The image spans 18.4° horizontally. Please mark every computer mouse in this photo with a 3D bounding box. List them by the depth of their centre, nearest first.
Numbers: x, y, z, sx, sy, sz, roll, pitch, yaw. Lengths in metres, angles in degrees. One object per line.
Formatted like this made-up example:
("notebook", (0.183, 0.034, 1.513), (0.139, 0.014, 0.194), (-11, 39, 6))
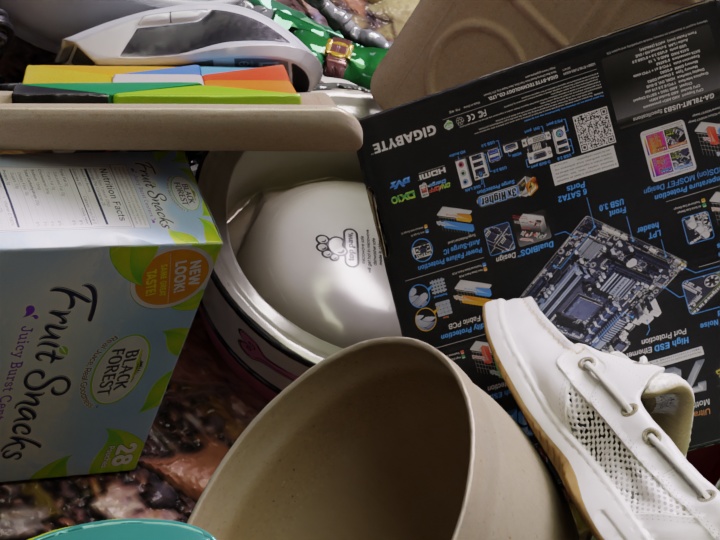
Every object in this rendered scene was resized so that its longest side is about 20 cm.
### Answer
("computer mouse", (-0.120, -0.112, 1.162), (0.200, 0.110, 0.044), (-2, 67, -3))

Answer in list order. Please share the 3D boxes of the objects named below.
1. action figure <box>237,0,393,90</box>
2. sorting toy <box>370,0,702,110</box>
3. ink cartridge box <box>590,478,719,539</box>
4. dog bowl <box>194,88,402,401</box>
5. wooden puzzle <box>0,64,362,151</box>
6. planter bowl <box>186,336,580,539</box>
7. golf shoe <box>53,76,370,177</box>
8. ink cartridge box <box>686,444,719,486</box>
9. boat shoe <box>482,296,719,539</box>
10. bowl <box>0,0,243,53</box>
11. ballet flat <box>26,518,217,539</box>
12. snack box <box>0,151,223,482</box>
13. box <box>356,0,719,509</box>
("action figure", (-0.038, -0.131, 1.330), (0.200, 0.055, 0.118), (16, 53, -4))
("sorting toy", (0.110, -0.103, 1.133), (0.036, 0.185, 0.200), (-7, 49, -49))
("ink cartridge box", (0.179, 0.129, 1.051), (0.145, 0.200, 0.048), (-7, 47, -30))
("dog bowl", (0.000, 0.000, 1.187), (0.200, 0.074, 0.200), (10, 51, -12))
("wooden puzzle", (-0.100, -0.080, 1.069), (0.185, 0.037, 0.200), (0, 6, -6))
("planter bowl", (0.023, 0.149, 0.990), (0.135, 0.200, 0.200), (35, 34, -30))
("golf shoe", (-0.080, -0.086, 1.253), (0.200, 0.077, 0.088), (-13, 47, -35))
("ink cartridge box", (0.180, 0.026, 1.157), (0.084, 0.200, 0.176), (25, 41, 0))
("boat shoe", (0.115, 0.071, 0.965), (0.069, 0.071, 0.200), (-33, 42, 2))
("bowl", (-0.160, -0.184, 1.241), (0.201, 0.090, 0.201), (25, 33, -18))
("ballet flat", (-0.154, 0.159, 0.967), (0.200, 0.067, 0.067), (-13, 54, -24))
("snack box", (-0.183, 0.026, 1.019), (0.200, 0.169, 0.068), (-4, 49, -27))
("box", (0.111, -0.005, 1.055), (0.050, 0.200, 0.199), (-3, 77, -65))
